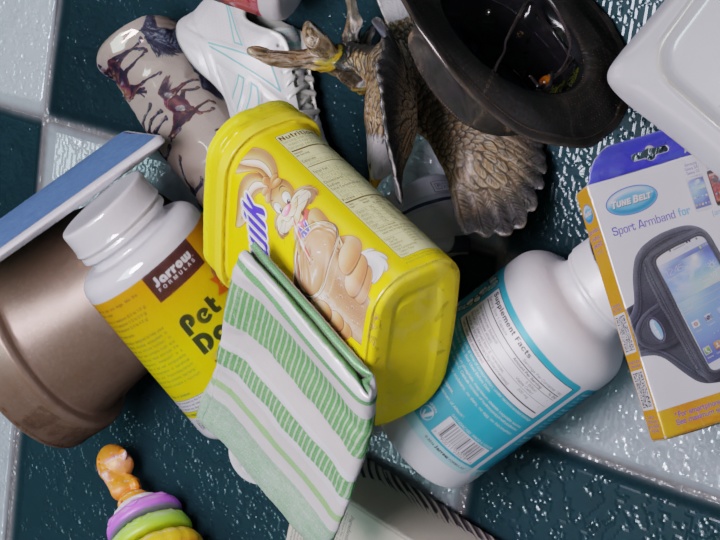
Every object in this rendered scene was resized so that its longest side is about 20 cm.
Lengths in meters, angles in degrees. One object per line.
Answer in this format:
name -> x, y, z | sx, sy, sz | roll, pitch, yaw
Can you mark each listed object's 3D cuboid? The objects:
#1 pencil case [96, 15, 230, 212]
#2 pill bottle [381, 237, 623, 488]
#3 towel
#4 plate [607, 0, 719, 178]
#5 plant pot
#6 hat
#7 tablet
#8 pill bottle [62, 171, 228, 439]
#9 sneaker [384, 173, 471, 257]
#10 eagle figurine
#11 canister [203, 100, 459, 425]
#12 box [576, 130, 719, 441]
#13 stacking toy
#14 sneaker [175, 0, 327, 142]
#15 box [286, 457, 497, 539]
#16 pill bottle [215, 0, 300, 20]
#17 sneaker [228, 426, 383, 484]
pencil case -> -0.139, -0.119, 1.563 | 0.201, 0.078, 0.090 | 55, 132, 18
pill bottle -> 0.111, 0.061, 1.368 | 0.200, 0.111, 0.111 | -38, 73, 23
towel -> -0.053, 0.093, 1.340 | 0.153, 0.023, 0.201 | 46, 144, 22
plate -> 0.283, -0.146, 1.236 | 0.199, 0.032, 0.200 | 43, 104, 23
plant pot -> -0.219, 0.023, 1.592 | 0.174, 0.200, 0.201 | -28, 79, 20
hat -> 0.089, -0.153, 1.322 | 0.081, 0.200, 0.202 | -41, 72, 45
tablet -> -0.249, -0.049, 1.512 | 0.014, 0.200, 0.130 | 56, 167, -16
pill bottle -> -0.137, 0.024, 1.468 | 0.109, 0.109, 0.200 | -27, 109, 36
sneaker -> 0.000, 0.000, 1.476 | 0.199, 0.073, 0.071 | -32, 69, 35
eagle figurine -> 0.036, -0.119, 1.392 | 0.200, 0.151, 0.152 | 37, 150, 48
canister -> -0.022, -0.005, 1.337 | 0.200, 0.086, 0.149 | 44, 143, 36
box -> 0.225, 0.002, 1.285 | 0.118, 0.041, 0.202 | -17, 87, -7
stacking toy -> -0.181, 0.234, 1.642 | 0.201, 0.109, 0.116 | 61, 138, 28
sneaker -> -0.069, -0.146, 1.513 | 0.080, 0.070, 0.201 | -41, 73, 24
box -> 0.039, 0.224, 1.479 | 0.199, 0.068, 0.083 | 30, 119, 30
pill bottle -> -0.134, -0.274, 1.479 | 0.199, 0.111, 0.111 | 20, 109, 10
sneaker -> -0.010, 0.098, 1.501 | 0.199, 0.079, 0.079 | -25, 94, 12
